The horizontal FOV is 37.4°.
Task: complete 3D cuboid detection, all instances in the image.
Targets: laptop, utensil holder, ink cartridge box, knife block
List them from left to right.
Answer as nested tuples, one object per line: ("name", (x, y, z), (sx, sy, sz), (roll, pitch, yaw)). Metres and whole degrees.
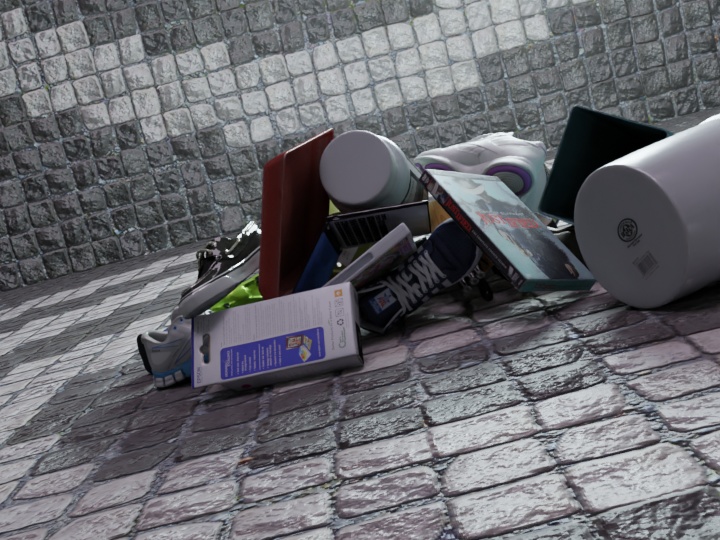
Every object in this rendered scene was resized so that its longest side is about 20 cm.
("ink cartridge box", (-0.097, 0.080, 1.217), (0.198, 0.095, 0.037), (-12, -31, 9))
("laptop", (0.000, 0.000, 1.362), (0.198, 0.117, 0.187), (-10, -9, 3))
("knife block", (0.139, -0.028, 1.415), (0.200, 0.064, 0.176), (-20, 42, 55))
("utensil holder", (0.354, -0.067, 1.146), (0.199, 0.171, 0.170), (-21, 10, -30))

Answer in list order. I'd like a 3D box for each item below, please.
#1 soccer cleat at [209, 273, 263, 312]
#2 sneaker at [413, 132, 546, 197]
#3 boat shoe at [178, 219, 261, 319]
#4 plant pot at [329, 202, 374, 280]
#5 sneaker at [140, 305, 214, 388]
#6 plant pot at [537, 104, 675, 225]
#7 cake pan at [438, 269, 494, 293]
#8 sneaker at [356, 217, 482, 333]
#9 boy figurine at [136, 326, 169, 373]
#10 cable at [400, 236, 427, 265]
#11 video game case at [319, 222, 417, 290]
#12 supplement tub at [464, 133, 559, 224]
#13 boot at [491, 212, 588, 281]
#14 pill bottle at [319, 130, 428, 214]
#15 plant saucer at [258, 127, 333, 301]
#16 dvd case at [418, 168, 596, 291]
("soccer cleat", (-0.151, 0.049, 1.432), (0.199, 0.068, 0.081), (-10, -29, -33))
("sneaker", (0.169, -0.148, 1.486), (0.199, 0.075, 0.100), (6, 45, 35))
("boat shoe", (-0.172, -0.005, 1.306), (0.071, 0.064, 0.200), (-38, 3, 33))
("plant pot", (-0.031, -0.050, 1.617), (0.186, 0.189, 0.200), (-15, 8, -2))
("sneaker", (-0.191, 0.075, 1.320), (0.199, 0.087, 0.075), (-23, 9, 17))
("plant pot", (0.355, -0.107, 1.349), (0.199, 0.142, 0.141), (8, 13, -46))
("cake pan", (0.120, -0.001, 1.558), (0.199, 0.037, 0.200), (-15, 8, 2))
("sneaker", (0.065, 0.011, 1.305), (0.108, 0.070, 0.200), (-30, -9, -45))
("boy figurine", (-0.220, 0.083, 1.502), (0.124, 0.065, 0.199), (-7, 11, 43))
("cable", (0.014, 0.017, 1.503), (0.199, 0.051, 0.097), (-25, -4, 3))
("video game case", (-0.015, 0.020, 1.319), (0.200, 0.018, 0.143), (-38, -9, 1))
("supplement tub", (0.218, -0.118, 1.599), (0.144, 0.146, 0.200), (-11, -14, 19))
("boot", (0.248, -0.008, 1.374), (0.097, 0.075, 0.200), (-41, 23, -8))
("pill bottle", (0.018, -0.114, 1.400), (0.112, 0.114, 0.200), (-12, -11, 13))
("plant saucer", (-0.083, -0.067, 1.331), (0.036, 0.201, 0.200), (9, 18, 14))
("dvd case", (0.174, -0.048, 1.263), (0.145, 0.022, 0.200), (1, 40, -45))
